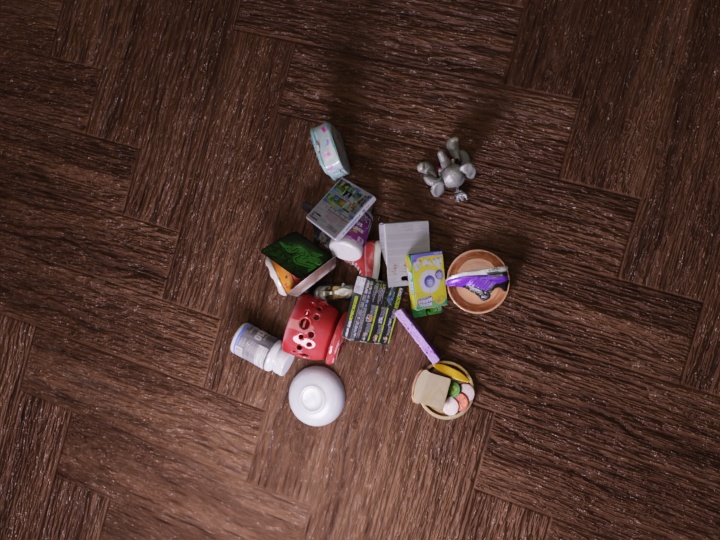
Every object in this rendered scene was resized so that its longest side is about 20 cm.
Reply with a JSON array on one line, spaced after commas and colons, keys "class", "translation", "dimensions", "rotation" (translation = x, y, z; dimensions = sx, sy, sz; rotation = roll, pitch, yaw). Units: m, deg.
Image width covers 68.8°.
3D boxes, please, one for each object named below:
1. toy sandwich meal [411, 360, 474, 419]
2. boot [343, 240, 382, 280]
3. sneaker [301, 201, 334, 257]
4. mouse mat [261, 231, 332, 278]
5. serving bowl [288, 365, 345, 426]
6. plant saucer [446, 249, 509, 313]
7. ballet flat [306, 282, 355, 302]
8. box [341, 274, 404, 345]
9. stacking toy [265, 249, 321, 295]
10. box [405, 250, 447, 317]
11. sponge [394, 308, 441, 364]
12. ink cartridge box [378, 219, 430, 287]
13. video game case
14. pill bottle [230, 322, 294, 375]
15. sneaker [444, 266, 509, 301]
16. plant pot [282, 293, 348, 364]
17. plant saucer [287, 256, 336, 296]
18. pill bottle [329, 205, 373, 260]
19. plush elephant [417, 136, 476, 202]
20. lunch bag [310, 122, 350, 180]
[{"class": "toy sandwich meal", "translation": [0.263, 0.381, 1.674], "dimensions": [0.201, 0.070, 0.209], "rotation": [0, 88, 12]}, {"class": "boot", "translation": [0.000, 0.000, 1.745], "dimensions": [0.142, 0.072, 0.204], "rotation": [1, 81, 12]}, {"class": "sneaker", "translation": [-0.138, -0.140, 1.781], "dimensions": [0.198, 0.060, 0.105], "rotation": [33, 91, 8]}, {"class": "mouse mat", "translation": [-0.211, -0.055, 1.738], "dimensions": [0.199, 0.160, 0.008], "rotation": [33, 139, 28]}, {"class": "serving bowl", "translation": [-0.154, 0.425, 1.762], "dimensions": [0.196, 0.066, 0.204], "rotation": [0, 88, 13]}, {"class": "plant saucer", "translation": [0.374, 0.035, 1.680], "dimensions": [0.196, 0.037, 0.204], "rotation": [-1, 87, 12]}, {"class": "ballet flat", "translation": [-0.094, 0.073, 1.760], "dimensions": [0.196, 0.073, 0.074], "rotation": [-3, 87, 12]}, {"class": "box", "translation": [0.043, 0.129, 1.673], "dimensions": [0.047, 0.192, 0.203], "rotation": [16, 92, 42]}, {"class": "stacking toy", "translation": [-0.208, -0.019, 1.771], "dimensions": [0.198, 0.146, 0.148], "rotation": [-26, 83, -6]}, {"class": "box", "translation": [0.212, 0.044, 1.675], "dimensions": [0.115, 0.048, 0.204], "rotation": [-9, 97, -19]}, {"class": "sponge", "translation": [0.185, 0.207, 1.676], "dimensions": [0.030, 0.111, 0.201], "rotation": [-38, 81, 7]}, {"class": "ink cartridge box", "translation": [0.145, -0.057, 1.694], "dimensions": [0.160, 0.057, 0.204], "rotation": [-5, 98, -19]}, {"class": "video game case", "translation": [-0.065, -0.198, 1.681], "dimensions": [0.183, 0.022, 0.200], "rotation": [-48, 42, -4]}, {"class": "pill bottle", "translation": [-0.327, 0.268, 1.779], "dimensions": [0.198, 0.114, 0.115], "rotation": [25, 93, 11]}, {"class": "sneaker", "translation": [0.363, 0.047, 1.629], "dimensions": [0.197, 0.070, 0.101], "rotation": [-8, 89, 12]}, {"class": "plant pot", "translation": [-0.137, 0.198, 1.702], "dimensions": [0.180, 0.200, 0.203], "rotation": [22, 92, 6]}, {"class": "plant saucer", "translation": [-0.150, 0.025, 1.709], "dimensions": [0.199, 0.200, 0.032], "rotation": [-39, 91, 8]}, {"class": "pill bottle", "translation": [-0.023, -0.143, 1.704], "dimensions": [0.110, 0.113, 0.203], "rotation": [11, 63, 12]}, {"class": "plush elephant", "translation": [0.277, -0.314, 1.651], "dimensions": [0.163, 0.155, 0.202], "rotation": [-30, 82, 9]}, {"class": "lunch bag", "translation": [-0.094, -0.380, 1.708], "dimensions": [0.076, 0.200, 0.163], "rotation": [-16, 87, 12]}]
